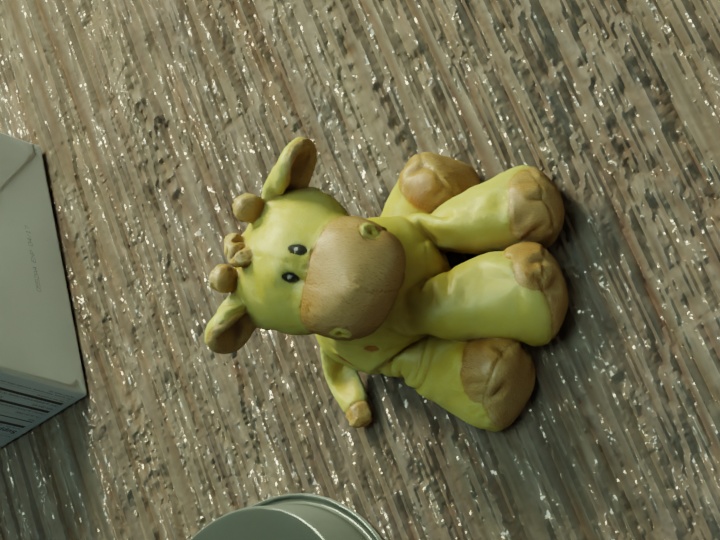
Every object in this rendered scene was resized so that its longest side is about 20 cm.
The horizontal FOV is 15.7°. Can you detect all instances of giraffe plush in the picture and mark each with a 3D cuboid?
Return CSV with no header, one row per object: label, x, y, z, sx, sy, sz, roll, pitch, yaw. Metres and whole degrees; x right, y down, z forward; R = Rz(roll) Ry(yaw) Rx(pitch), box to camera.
giraffe plush,0.000,0.000,1.507,0.200,0.162,0.173,-11,69,37

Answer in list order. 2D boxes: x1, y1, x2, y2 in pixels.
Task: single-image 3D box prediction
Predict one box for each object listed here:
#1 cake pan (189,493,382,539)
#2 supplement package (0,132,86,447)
cake pan,-0.058,0.230,1.568,0.200,0.037,0.200,-14,67,37
supplement package,-0.292,0.005,1.763,0.111,0.156,0.200,-32,58,30
